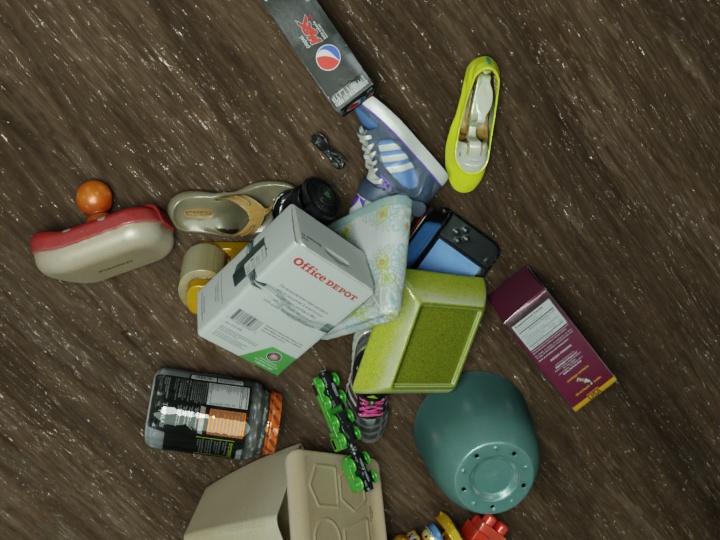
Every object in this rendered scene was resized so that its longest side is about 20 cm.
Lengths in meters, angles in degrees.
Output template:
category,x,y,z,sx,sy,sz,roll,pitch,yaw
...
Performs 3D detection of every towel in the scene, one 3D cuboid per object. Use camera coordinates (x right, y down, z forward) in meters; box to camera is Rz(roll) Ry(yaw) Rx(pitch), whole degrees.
category,x,y,z,sx,sy,sz,roll,pitch,yaw
towel,0.000,0.000,1.235,0.048,0.199,0.174,16,67,-31

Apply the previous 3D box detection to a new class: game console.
category,x,y,z,sx,sy,sz,roll,pitch,yaw
game console,0.103,0.016,1.315,0.171,0.119,0.201,33,103,-15

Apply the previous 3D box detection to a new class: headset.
category,x,y,z,sx,sy,sz,roll,pitch,yaw
headset,-0.086,-0.100,1.236,0.094,0.123,0.201,47,61,-16

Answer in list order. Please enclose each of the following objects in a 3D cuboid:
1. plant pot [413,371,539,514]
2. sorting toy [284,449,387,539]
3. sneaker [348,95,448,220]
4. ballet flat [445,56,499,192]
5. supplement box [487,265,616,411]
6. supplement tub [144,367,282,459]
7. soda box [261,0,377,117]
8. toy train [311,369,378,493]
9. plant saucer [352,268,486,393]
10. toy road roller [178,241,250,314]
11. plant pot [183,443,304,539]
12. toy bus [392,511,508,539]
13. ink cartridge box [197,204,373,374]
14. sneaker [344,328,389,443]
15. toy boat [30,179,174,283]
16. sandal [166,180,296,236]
category,x,y,z,sx,sy,sz,roll,pitch,yaw
plant pot,0.194,0.288,1.397,0.197,0.161,0.204,-2,110,-5
sorting toy,-0.039,0.382,1.375,0.036,0.188,0.198,-24,152,37
sneaker,0.020,-0.147,1.269,0.146,0.081,0.200,-45,113,5
ballet flat,0.165,-0.206,1.272,0.066,0.067,0.203,6,109,-9
supplement box,0.297,0.105,1.370,0.085,0.111,0.200,-39,108,8
supplement tub,-0.224,0.222,1.349,0.197,0.123,0.124,10,108,-9
soda box,-0.059,-0.309,1.181,0.063,0.071,0.201,-34,89,7
toy train,-0.028,0.254,1.383,0.041,0.056,0.203,-18,81,-32
plant saucer,0.102,0.105,1.313,0.198,0.048,0.203,6,110,-40
toy road roller,-0.168,0.047,1.299,0.196,0.123,0.148,3,120,-8
plant pot,-0.165,0.426,1.399,0.174,0.200,0.203,-12,110,13
toy bus,0.153,0.481,1.484,0.199,0.136,0.193,34,90,-13
ink cartridge box,-0.100,0.029,1.162,0.199,0.084,0.146,-40,128,24
sneaker,0.015,0.190,1.382,0.072,0.088,0.203,1,109,-6
toy boat,-0.372,-0.065,1.249,0.197,0.131,0.133,-18,77,4
sandal,-0.182,-0.084,1.281,0.196,0.054,0.082,-4,110,-11
